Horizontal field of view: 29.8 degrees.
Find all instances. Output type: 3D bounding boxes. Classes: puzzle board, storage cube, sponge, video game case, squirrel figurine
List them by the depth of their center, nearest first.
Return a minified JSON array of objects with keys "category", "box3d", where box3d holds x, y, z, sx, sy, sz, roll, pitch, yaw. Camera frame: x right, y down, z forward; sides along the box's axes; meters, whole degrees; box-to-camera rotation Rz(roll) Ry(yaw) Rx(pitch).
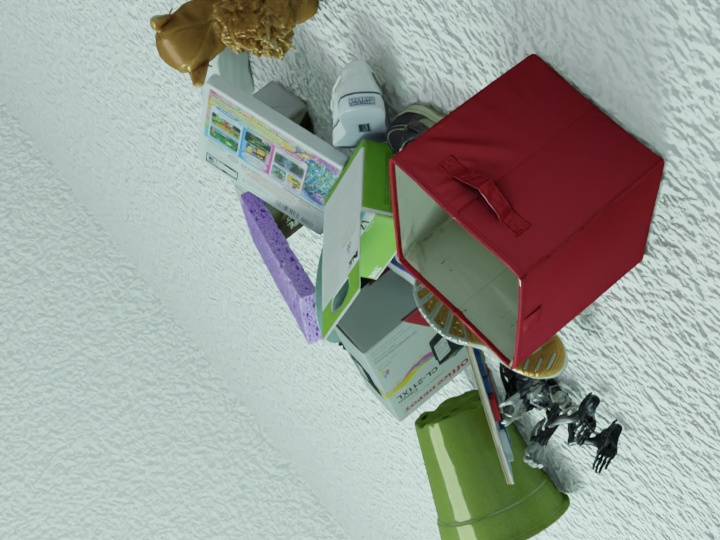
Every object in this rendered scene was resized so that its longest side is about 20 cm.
[{"category":"storage cube","box3d":[0.150,-0.054,1.243,0.171,0.179,0.200,44,160,25]},{"category":"squirrel figurine","box3d":[-0.141,-0.295,1.510,0.142,0.186,0.200,59,162,-21]},{"category":"video game case","box3d":[-0.115,-0.143,1.714,0.199,0.024,0.182,33,153,6]},{"category":"puzzle board","box3d":[0.164,0.152,1.733,0.151,0.017,0.201,-84,-22,-70]},{"category":"sponge","box3d":[-0.103,-0.006,1.806,0.200,0.030,0.112,59,168,34]}]

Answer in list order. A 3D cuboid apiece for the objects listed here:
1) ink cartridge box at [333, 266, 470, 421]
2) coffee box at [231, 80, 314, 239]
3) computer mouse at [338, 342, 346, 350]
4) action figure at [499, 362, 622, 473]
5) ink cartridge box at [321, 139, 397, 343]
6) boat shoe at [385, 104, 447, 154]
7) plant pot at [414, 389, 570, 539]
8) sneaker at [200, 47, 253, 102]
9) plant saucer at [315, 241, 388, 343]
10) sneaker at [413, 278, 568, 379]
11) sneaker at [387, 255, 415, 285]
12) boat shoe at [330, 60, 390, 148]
[{"category":"ink cartridge box","box3d":[0.061,0.088,1.773,0.083,0.146,0.200,45,170,34]},{"category":"coffee box","box3d":[-0.118,-0.146,1.878,0.080,0.113,0.200,38,159,33]},{"category":"computer mouse","box3d":[0.027,0.053,1.942,0.044,0.110,0.200,45,155,-3]},{"category":"action figure","box3d":[0.221,0.177,1.658,0.119,0.102,0.200,49,166,-31]},{"category":"ink cartridge box","box3d":[0.010,-0.027,1.589,0.148,0.075,0.201,126,150,-56]},{"category":"boat shoe","box3d":[0.073,-0.133,1.480,0.072,0.065,0.200,59,163,-25]},{"category":"plant pot","box3d":[0.167,0.273,1.894,0.191,0.199,0.200,67,162,-4]},{"category":"sneaker","box3d":[-0.212,-0.293,1.917,0.116,0.073,0.200,47,153,22]},{"category":"plant saucer","box3d":[0.000,0.000,1.775,0.038,0.202,0.202,11,145,21]},{"category":"sneaker","box3d":[0.146,0.064,1.527,0.200,0.076,0.088,36,-177,22]},{"category":"sneaker","box3d":[0.081,-0.053,1.635,0.200,0.080,0.147,-127,29,-45]},{"category":"boat shoe","box3d":[0.001,-0.191,1.574,0.200,0.073,0.066,119,145,-79]}]
